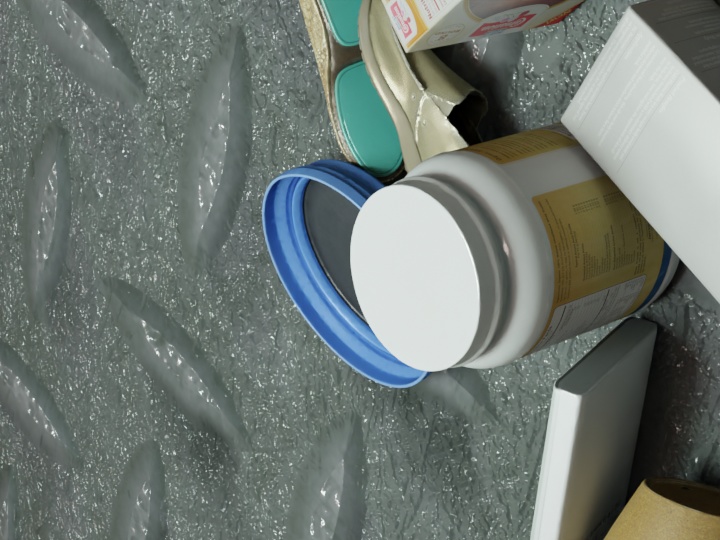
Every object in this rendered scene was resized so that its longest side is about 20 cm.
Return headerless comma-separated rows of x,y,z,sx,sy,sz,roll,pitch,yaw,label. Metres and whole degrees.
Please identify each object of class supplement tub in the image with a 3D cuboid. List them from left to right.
0.106,-0.018,1.105,0.144,0.199,0.146,21,119,45,supplement tub

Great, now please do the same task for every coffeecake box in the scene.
0.121,-0.228,1.047,0.200,0.153,0.074,-37,75,50,coffeecake box

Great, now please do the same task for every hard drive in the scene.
0.160,0.147,1.155,0.026,0.132,0.202,18,119,27,hard drive

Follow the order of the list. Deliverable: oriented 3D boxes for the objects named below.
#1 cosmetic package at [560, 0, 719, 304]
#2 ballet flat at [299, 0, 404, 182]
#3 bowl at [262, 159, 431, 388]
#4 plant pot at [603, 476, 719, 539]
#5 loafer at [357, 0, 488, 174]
0.230,-0.070,1.030,0.200,0.090,0.107,52,137,21,cosmetic package
-0.006,-0.168,1.308,0.065,0.070,0.202,178,80,-77,ballet flat
0.000,0.000,1.325,0.200,0.039,0.202,37,148,29,bowl
0.211,0.250,1.112,0.186,0.185,0.202,19,100,45,plant pot
0.057,-0.127,1.231,0.068,0.076,0.202,-25,76,21,loafer
